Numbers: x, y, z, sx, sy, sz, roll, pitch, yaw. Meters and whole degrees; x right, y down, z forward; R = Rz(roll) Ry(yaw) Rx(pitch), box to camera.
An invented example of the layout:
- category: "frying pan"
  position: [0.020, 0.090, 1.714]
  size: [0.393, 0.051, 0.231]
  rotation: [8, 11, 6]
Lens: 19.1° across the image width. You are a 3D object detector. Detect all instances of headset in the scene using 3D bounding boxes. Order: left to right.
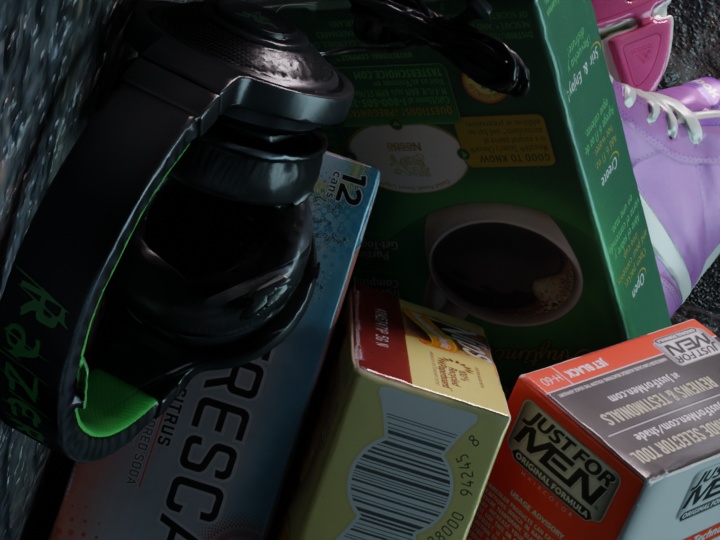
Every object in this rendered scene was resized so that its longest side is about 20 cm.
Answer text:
- category: "headset"
  position: [-0.028, -0.023, 0.615]
  size: [0.200, 0.094, 0.124]
  rotation: [-53, 164, -41]

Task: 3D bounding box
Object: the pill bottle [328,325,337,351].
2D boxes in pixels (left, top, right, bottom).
- category: "pill bottle"
  position: [0.000, 0.000, 0.906]
  size: [0.114, 0.114, 0.200]
  rotation: [-33, 140, -83]

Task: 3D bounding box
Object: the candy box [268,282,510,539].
- category: "candy box"
  position: [-0.010, 0.116, 0.718]
  size: [0.115, 0.055, 0.200]
  rotation: [-92, -159, -78]

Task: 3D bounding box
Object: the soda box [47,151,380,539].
- category: "soda box"
  position: [-0.055, 0.053, 0.709]
  size: [0.064, 0.068, 0.200]
  rotation: [119, -11, -82]

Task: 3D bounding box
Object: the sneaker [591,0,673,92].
- category: "sneaker"
  position: [0.066, -0.146, 0.929]
  size: [0.074, 0.200, 0.087]
  rotation: [-24, 166, -23]

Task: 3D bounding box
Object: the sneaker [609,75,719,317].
- category: "sneaker"
  position: [0.089, -0.063, 0.840]
  size: [0.114, 0.073, 0.201]
  rotation: [-43, 131, -17]

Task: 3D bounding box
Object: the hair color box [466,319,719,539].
- category: "hair color box"
  position: [0.072, 0.121, 0.749]
  size: [0.101, 0.061, 0.200]
  rotation: [-13, 135, -46]

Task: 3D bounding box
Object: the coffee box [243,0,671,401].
- category: "coffee box"
  position: [0.039, -0.020, 0.773]
  size: [0.044, 0.123, 0.200]
  rotation: [-57, 137, -45]
